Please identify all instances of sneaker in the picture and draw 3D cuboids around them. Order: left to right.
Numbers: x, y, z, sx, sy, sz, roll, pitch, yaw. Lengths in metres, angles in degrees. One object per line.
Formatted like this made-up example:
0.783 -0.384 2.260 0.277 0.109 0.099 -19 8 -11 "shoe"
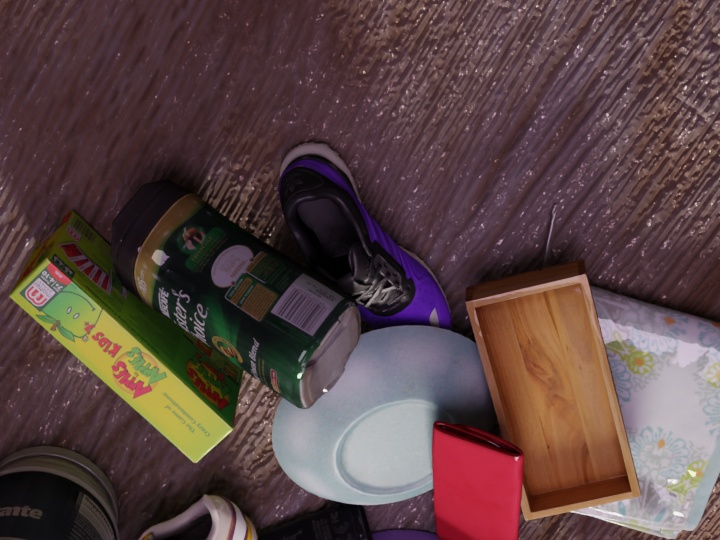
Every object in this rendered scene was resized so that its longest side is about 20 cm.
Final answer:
-0.181 0.267 1.292 0.200 0.075 0.090 -46 146 -6 "sneaker"
-0.001 0.000 1.196 0.069 0.100 0.201 -35 109 16 "sneaker"

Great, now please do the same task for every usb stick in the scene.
-0.085 0.257 1.334 0.198 0.056 0.033 -23 147 10 "usb stick"

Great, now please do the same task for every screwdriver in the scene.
0.145 0.043 1.256 0.029 0.028 0.203 2 106 -40 "screwdriver"

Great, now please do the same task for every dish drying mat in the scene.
0.097 0.184 1.255 0.076 0.018 0.201 18 149 15 "dish drying mat"

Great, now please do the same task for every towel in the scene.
0.229 0.123 1.277 0.169 0.048 0.202 14 112 -6 "towel"

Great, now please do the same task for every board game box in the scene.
-0.183 0.052 1.220 0.048 0.102 0.200 -40 107 17 "board game box"

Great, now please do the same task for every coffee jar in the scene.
-0.099 0.016 1.168 0.199 0.105 0.086 33 69 17 "coffee jar"

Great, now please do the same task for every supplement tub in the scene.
-0.274 0.248 1.249 0.138 0.200 0.142 0 113 0 "supplement tub"

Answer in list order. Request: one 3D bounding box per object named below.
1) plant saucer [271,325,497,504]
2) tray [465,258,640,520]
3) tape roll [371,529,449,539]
0.027 0.134 1.250 0.198 0.039 0.203 -9 130 -11 "plant saucer"
0.157 0.098 1.229 0.097 0.037 0.202 -13 109 10 "tray"
0.038 0.335 1.358 0.197 0.066 0.203 0 114 1 "tape roll"
